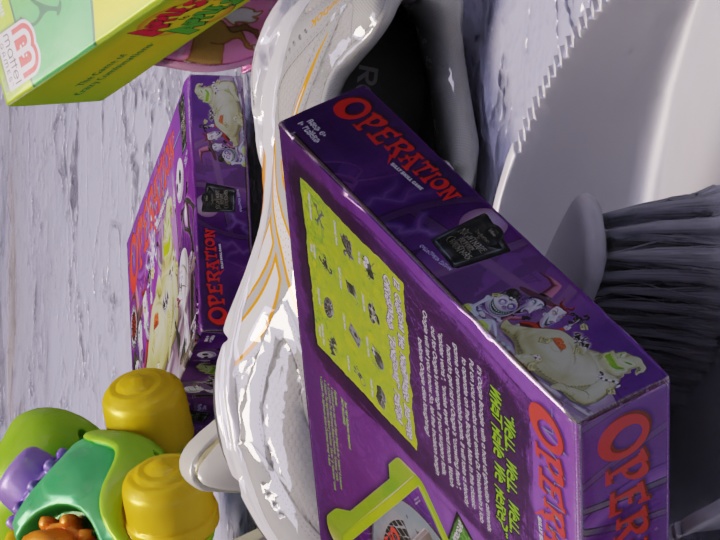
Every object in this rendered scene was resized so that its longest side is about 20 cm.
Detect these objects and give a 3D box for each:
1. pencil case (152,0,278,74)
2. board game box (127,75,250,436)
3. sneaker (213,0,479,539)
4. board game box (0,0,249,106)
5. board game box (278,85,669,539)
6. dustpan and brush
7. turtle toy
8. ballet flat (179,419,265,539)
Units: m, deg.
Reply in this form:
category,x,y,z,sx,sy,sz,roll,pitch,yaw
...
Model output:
category,x,y,z,sx,sy,sz,roll,pitch,yaw
pencil case,-0.052,-0.178,1.128,0.083,0.086,0.202,-129,41,-74
board game box,-0.080,0.006,1.353,0.200,0.032,0.121,119,154,-65
sneaker,0.000,0.000,0.920,0.092,0.075,0.202,168,102,-73
board game box,-0.069,-0.142,1.057,0.200,0.047,0.102,-27,74,47
board game box,0.028,0.068,0.691,0.120,0.032,0.201,51,155,42
dustpan and brush,0.047,0.021,0.717,0.200,0.057,0.140,113,155,-61
turtle toy,-0.110,0.122,1.273,0.200,0.100,0.147,-115,12,-61
ballet flat,-0.029,0.095,1.035,0.068,0.072,0.202,-155,67,-74
